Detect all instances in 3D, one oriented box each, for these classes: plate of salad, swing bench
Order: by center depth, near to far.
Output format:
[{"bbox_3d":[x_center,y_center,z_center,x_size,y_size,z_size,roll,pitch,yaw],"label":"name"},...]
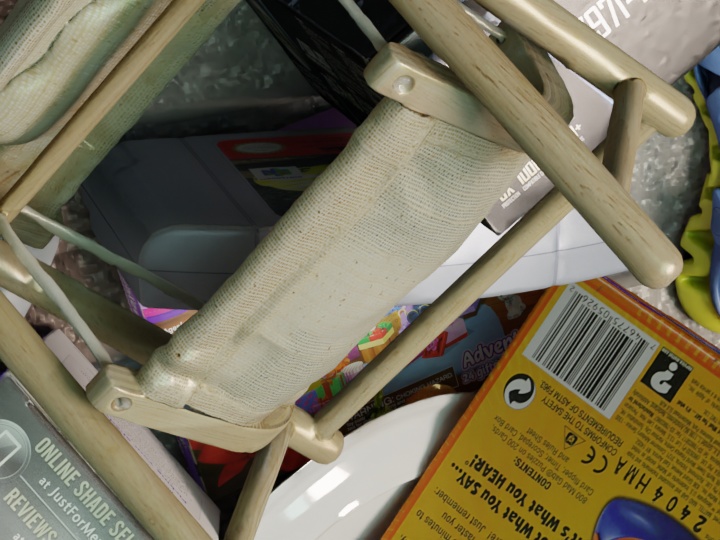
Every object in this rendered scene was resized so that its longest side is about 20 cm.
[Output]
[{"bbox_3d":[-0.033,-0.027,0.717,0.200,0.130,0.199,41,116,-11],"label":"swing bench"},{"bbox_3d":[-0.012,0.124,0.984,0.199,0.048,0.201,-32,148,-22],"label":"plate of salad"}]

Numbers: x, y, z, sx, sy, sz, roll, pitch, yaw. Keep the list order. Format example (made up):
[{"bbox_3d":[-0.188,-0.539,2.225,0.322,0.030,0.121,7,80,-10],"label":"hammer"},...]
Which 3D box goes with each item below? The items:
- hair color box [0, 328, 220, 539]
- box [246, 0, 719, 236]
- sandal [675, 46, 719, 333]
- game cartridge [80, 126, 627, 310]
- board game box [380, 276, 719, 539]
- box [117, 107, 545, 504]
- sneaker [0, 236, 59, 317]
[{"bbox_3d":[-0.110,0.088,0.867,0.065,0.200,0.109,-42,94,-2],"label":"hair color box"},{"bbox_3d":[0.053,-0.123,0.871,0.164,0.200,0.086,-40,117,-3],"label":"box"},{"bbox_3d":[0.188,-0.059,1.005,0.079,0.087,0.201,-10,108,-14],"label":"sandal"},{"bbox_3d":[0.001,-0.023,0.880,0.199,0.133,0.041,-5,114,-18],"label":"game cartridge"},{"bbox_3d":[0.144,0.150,0.955,0.200,0.200,0.200,-56,145,4],"label":"board game box"},{"bbox_3d":[0.000,0.000,0.981,0.199,0.039,0.138,-23,112,-11],"label":"box"},{"bbox_3d":[-0.204,0.040,0.903,0.200,0.073,0.071,-47,114,-2],"label":"sneaker"}]
